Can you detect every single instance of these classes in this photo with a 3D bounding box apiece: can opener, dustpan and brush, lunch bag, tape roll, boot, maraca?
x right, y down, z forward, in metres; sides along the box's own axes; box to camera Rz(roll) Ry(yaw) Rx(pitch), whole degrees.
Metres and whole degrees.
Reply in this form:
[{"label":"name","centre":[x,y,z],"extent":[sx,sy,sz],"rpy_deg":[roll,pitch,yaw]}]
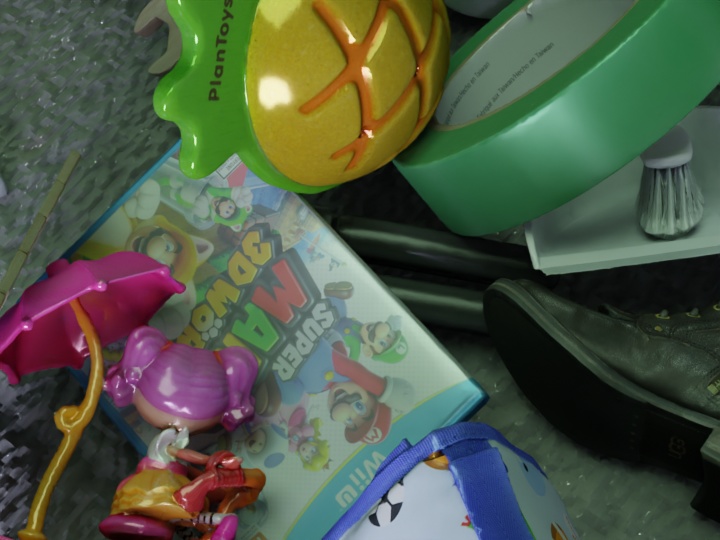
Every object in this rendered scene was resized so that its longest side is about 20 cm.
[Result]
[{"label":"can opener","centre":[0.000,0.000,0.823],"extent":[0.200,0.067,0.053],"rpy_deg":[10,81,1]},{"label":"dustpan and brush","centre":[0.152,-0.063,0.807],"extent":[0.139,0.057,0.200],"rpy_deg":[-8,17,10]},{"label":"lunch bag","centre":[0.056,0.172,0.610],"extent":[0.124,0.200,0.170],"rpy_deg":[-17,58,-11]},{"label":"tape roll","centre":[0.106,-0.101,0.795],"extent":[0.200,0.048,0.200],"rpy_deg":[-37,16,13]},{"label":"boot","centre":[0.179,0.022,0.770],"extent":[0.200,0.069,0.174],"rpy_deg":[34,63,16]},{"label":"maraca","centre":[-0.027,-0.102,0.746],"extent":[0.107,0.200,0.137],"rpy_deg":[12,102,31]}]

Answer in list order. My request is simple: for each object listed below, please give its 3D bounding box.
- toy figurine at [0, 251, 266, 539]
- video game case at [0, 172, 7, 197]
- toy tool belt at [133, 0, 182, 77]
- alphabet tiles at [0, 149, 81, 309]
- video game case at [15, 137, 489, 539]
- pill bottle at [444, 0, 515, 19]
[{"label":"toy figurine","centre":[-0.105,0.084,0.718],"extent":[0.200,0.150,0.184],"rpy_deg":[14,73,-7]},{"label":"video game case","centre":[-0.327,-0.073,0.943],"extent":[0.182,0.024,0.200],"rpy_deg":[-30,59,-9]},{"label":"toy tool belt","centre":[-0.066,-0.152,0.907],"extent":[0.123,0.125,0.200],"rpy_deg":[-19,45,39]},{"label":"alphabet tiles","centre":[-0.189,0.057,0.737],"extent":[0.008,0.200,0.167],"rpy_deg":[27,28,-11]},{"label":"video game case","centre":[-0.056,0.038,0.777],"extent":[0.143,0.018,0.200],"rpy_deg":[-44,74,3]},{"label":"pill bottle","centre":[0.073,-0.251,0.930],"extent":[0.114,0.114,0.200],"rpy_deg":[-9,58,4]}]
